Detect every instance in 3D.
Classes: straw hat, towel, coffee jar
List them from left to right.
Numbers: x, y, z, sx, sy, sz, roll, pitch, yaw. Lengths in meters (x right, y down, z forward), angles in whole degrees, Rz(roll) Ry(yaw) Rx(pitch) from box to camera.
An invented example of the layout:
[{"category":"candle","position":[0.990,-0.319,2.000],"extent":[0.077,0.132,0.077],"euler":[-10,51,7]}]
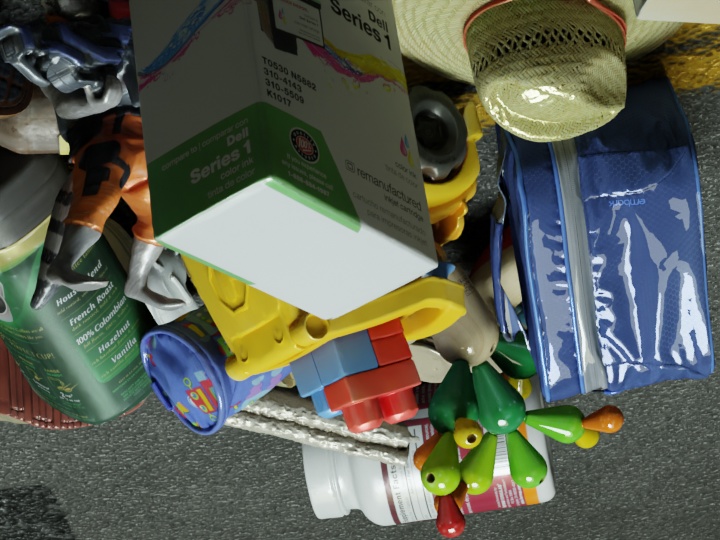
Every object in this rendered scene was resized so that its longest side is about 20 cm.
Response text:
[{"category":"coffee jar","position":[-0.202,-0.001,1.296],"extent":[0.104,0.085,0.200],"euler":[25,150,43]},{"category":"towel","position":[-0.057,0.107,1.570],"extent":[0.199,0.035,0.133],"euler":[14,-178,-6]},{"category":"straw hat","position":[0.110,-0.123,1.199],"extent":[0.200,0.085,0.201],"euler":[-5,153,-3]}]

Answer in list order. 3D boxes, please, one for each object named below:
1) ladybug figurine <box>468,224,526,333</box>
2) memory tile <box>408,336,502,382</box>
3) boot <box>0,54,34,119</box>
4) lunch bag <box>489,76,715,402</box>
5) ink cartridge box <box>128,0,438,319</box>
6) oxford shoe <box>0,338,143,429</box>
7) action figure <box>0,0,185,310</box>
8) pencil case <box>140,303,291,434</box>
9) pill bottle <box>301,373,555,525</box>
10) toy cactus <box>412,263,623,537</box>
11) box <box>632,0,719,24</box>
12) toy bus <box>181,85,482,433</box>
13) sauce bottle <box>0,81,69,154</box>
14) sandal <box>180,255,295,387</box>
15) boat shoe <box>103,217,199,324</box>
[{"category":"ladybug figurine","position":[0.142,0.002,1.468],"extent":[0.135,0.072,0.200],"euler":[10,149,-27]},{"category":"memory tile","position":[0.002,0.038,1.489],"extent":[0.199,0.017,0.153],"euler":[-11,137,40]},{"category":"boot","position":[-0.289,-0.124,1.148],"extent":[0.199,0.075,0.097],"euler":[20,155,-28]},{"category":"lunch bag","position":[0.148,-0.013,1.304],"extent":[0.132,0.136,0.201],"euler":[-8,113,3]},{"category":"ink cartridge box","position":[-0.044,-0.094,1.099],"extent":[0.084,0.201,0.145],"euler":[-27,147,30]},{"category":"oxford shoe","position":[-0.246,0.072,1.412],"extent":[0.199,0.071,0.075],"euler":[4,178,-22]},{"category":"action figure","position":[-0.156,-0.081,1.115],"extent":[0.104,0.195,0.200],"euler":[-9,170,31]},{"category":"pencil case","position":[-0.053,0.036,1.339],"extent":[0.200,0.078,0.087],"euler":[-29,171,-40]},{"category":"pill bottle","position":[0.057,0.150,1.696],"extent":[0.199,0.113,0.113],"euler":[-9,153,7]},{"category":"toy cactus","position":[0.090,0.076,1.384],"extent":[0.200,0.166,0.102],"euler":[-33,-168,-38]},{"category":"box","position":[0.251,-0.188,1.111],"extent":[0.199,0.078,0.095],"euler":[1,152,-13]},{"category":"toy bus","position":[0.000,0.000,1.259],"extent":[0.199,0.193,0.136],"euler":[-17,172,-37]},{"category":"sauce bottle","position":[-0.171,-0.101,1.208],"extent":[0.199,0.065,0.065],"euler":[-1,153,-9]},{"category":"sandal","position":[-0.074,0.006,1.435],"extent":[0.080,0.054,0.200],"euler":[20,148,28]},{"category":"boat shoe","position":[-0.151,0.011,1.428],"extent":[0.072,0.069,0.200],"euler":[19,154,33]}]
